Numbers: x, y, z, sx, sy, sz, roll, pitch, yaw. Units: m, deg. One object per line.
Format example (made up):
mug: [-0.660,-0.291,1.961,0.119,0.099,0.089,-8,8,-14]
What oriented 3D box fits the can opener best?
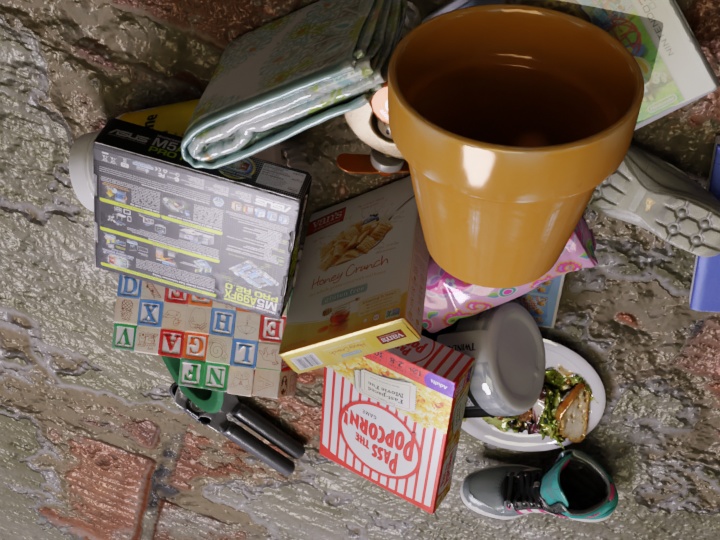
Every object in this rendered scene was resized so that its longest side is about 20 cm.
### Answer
can opener: [-0.169,0.206,1.299,0.200,0.054,0.067,38,161,-18]

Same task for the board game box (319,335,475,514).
board game box: [0.033,0.148,1.021,0.151,0.046,0.201,23,131,23]

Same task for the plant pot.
plant pot: [0.121,-0.092,0.812,0.199,0.201,0.184,8,136,9]

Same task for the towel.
towel: [-0.057,-0.177,0.852,0.199,0.172,0.048,-16,126,25]

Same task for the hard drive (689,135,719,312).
hard drive: [0.403,-0.039,0.941,0.131,0.025,0.201,3,130,12]

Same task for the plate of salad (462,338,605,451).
plate of salad: [0.191,0.157,1.150,0.199,0.048,0.201,8,132,9]

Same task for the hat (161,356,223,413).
hat: [-0.140,0.068,1.185,0.200,0.175,0.166,39,141,36]

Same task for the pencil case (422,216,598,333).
pencil case: [0.133,-0.007,0.956,0.199,0.088,0.088,-26,119,21]

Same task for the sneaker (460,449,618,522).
sneaker: [0.224,0.270,1.189,0.199,0.084,0.121,2,154,5]

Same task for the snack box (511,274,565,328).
snack box: [0.185,-0.022,1.015,0.071,0.024,0.201,8,131,8]

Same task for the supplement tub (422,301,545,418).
supplement tub: [0.093,0.103,1.066,0.199,0.123,0.123,-11,127,40]

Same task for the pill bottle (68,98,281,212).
pill bottle: [-0.191,-0.112,0.982,0.199,0.113,0.113,-7,127,20]

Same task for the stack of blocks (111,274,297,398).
stack of blocks: [-0.166,0.068,1.043,0.199,0.059,0.116,6,89,15]

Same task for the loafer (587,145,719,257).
loafer: [0.262,-0.080,0.917,0.199,0.070,0.070,34,116,9]

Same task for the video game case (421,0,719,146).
video game case: [0.181,-0.193,0.847,0.199,0.022,0.183,-26,105,32]

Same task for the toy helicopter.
toy helicopter: [0.067,-0.116,0.935,0.200,0.079,0.132,35,133,-17]

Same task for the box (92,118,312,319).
box: [-0.156,-0.046,0.924,0.199,0.044,0.161,15,133,2]

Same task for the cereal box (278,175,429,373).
cereal box: [0.000,0.000,0.967,0.143,0.201,0.040,-19,131,27]
